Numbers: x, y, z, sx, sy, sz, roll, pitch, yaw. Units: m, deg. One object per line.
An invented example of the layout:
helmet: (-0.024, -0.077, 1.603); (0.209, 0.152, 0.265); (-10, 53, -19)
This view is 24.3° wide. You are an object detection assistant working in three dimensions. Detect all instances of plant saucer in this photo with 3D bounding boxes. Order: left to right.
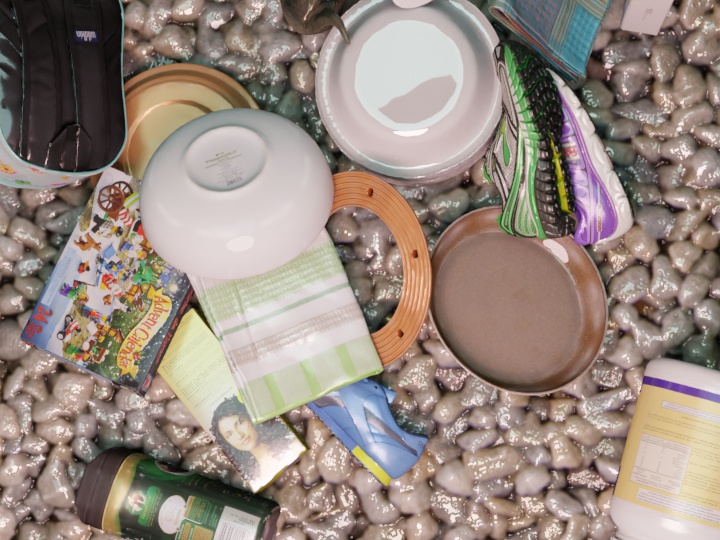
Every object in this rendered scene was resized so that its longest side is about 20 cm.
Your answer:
plant saucer: (-0.191, -0.120, 1.762); (0.199, 0.032, 0.202); (0, 86, 5)
plant saucer: (0.154, 0.033, 1.680); (0.199, 0.032, 0.202); (6, 68, -16)

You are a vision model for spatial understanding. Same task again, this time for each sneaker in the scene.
sneaker: (-0.016, 0.128, 1.710); (0.200, 0.066, 0.078); (45, 88, 5)
sneaker: (0.153, -0.128, 1.651); (0.085, 0.078, 0.201); (-6, 94, 30)
sneaker: (0.205, -0.119, 1.696); (0.083, 0.081, 0.201); (-25, 83, 5)

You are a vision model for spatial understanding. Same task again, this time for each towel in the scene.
towel: (-0.079, 0.035, 1.665); (0.148, 0.031, 0.201); (-23, 79, -6)
towel: (0.207, -0.311, 1.676); (0.146, 0.022, 0.201); (33, 71, -35)

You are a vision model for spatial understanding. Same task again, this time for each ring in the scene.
ring: (0.000, 0.000, 1.686); (0.200, 0.019, 0.202); (7, 100, 42)

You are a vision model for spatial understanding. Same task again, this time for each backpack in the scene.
backpack: (-0.330, -0.181, 1.702); (0.153, 0.175, 0.201); (-22, 75, 43)

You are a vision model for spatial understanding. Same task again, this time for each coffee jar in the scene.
coffee jar: (-0.187, 0.245, 1.698); (0.199, 0.104, 0.086); (19, 89, 8)

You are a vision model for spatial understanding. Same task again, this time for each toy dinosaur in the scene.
toy dinosaur: (-0.049, -0.290, 1.723); (0.102, 0.077, 0.201); (-38, 63, 22)

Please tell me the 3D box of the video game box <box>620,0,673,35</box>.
video game box: (0.300, -0.342, 1.643); (0.047, 0.200, 0.183); (14, 88, 5)

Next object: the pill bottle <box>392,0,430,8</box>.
pill bottle: (0.017, -0.361, 1.676); (0.109, 0.109, 0.201); (-33, 65, 3)

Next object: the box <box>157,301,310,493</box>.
box: (-0.142, 0.130, 1.729); (0.075, 0.050, 0.200); (-41, 82, 0)

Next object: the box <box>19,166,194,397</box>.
box: (-0.241, 0.010, 1.705); (0.136, 0.038, 0.201); (23, 78, 8)

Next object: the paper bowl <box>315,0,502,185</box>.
paper bowl: (0.052, -0.192, 1.707); (0.199, 0.104, 0.202); (-1, 85, 7)

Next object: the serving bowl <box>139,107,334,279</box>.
serving bowl: (-0.128, -0.090, 1.658); (0.199, 0.066, 0.201); (-4, 55, 5)

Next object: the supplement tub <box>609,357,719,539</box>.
supplement tub: (0.326, 0.198, 1.628); (0.144, 0.145, 0.201); (16, 87, 7)
